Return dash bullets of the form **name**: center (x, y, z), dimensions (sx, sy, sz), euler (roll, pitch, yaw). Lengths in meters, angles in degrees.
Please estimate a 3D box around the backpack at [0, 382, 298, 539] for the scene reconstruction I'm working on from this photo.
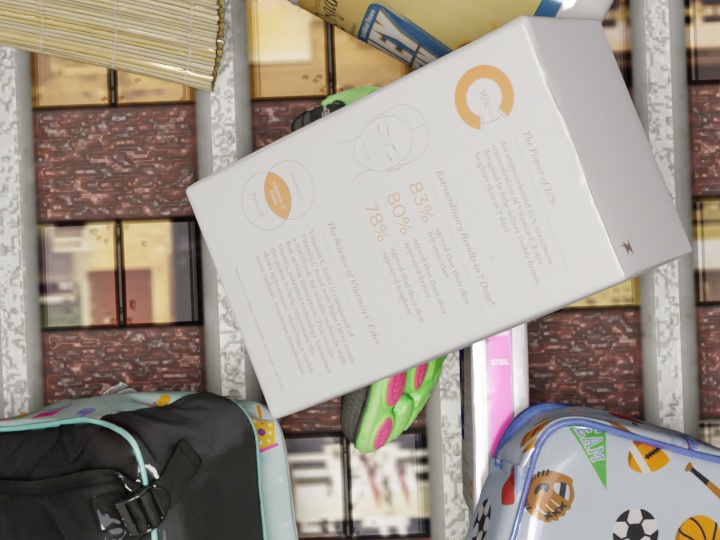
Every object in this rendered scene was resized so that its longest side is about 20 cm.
- **backpack**: center (-0.129, 0.150, 0.883), dimensions (0.199, 0.153, 0.177), euler (-8, 93, 37)

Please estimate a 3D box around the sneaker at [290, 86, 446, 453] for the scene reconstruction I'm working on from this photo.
- **sneaker**: center (0.000, 0.000, 0.939), dimensions (0.083, 0.077, 0.201), euler (1, 96, 32)

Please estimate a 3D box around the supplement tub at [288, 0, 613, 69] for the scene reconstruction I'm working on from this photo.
- **supplement tub**: center (0.039, -0.182, 0.891), dimensions (0.199, 0.145, 0.145), euler (28, 91, 0)

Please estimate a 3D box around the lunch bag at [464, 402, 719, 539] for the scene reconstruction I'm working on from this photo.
- **lunch bag**: center (0.126, 0.175, 0.843), dimensions (0.159, 0.076, 0.201), euler (16, 88, -13)

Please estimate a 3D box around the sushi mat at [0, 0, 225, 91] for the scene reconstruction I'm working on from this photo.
- **sushi mat**: center (-0.171, -0.143, 0.920), dimensions (0.199, 0.096, 0.012), euler (12, 60, 0)

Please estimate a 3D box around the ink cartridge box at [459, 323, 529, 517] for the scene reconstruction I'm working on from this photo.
- **ink cartridge box**: center (0.070, 0.030, 0.917), dimensions (0.037, 0.095, 0.201), euler (-4, 90, 0)

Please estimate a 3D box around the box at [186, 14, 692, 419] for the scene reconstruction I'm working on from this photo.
- **box**: center (0.036, -0.024, 0.818), dimensions (0.199, 0.097, 0.125), euler (-23, 85, 29)
